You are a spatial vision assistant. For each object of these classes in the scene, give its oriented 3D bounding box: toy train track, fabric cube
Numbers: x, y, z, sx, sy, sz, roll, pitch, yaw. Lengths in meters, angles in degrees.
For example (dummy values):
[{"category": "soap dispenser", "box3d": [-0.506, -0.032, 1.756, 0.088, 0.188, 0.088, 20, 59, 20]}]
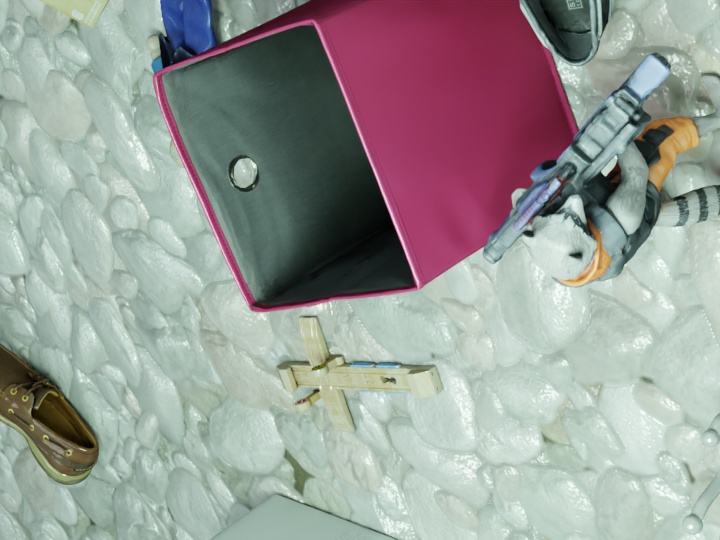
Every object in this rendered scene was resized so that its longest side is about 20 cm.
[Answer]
[{"category": "toy train track", "box3d": [-0.011, 0.099, 1.573, 0.200, 0.033, 0.115, -2, 112, 47]}, {"category": "fabric cube", "box3d": [0.009, -0.104, 1.286, 0.200, 0.199, 0.196, -9, 108, 49]}]

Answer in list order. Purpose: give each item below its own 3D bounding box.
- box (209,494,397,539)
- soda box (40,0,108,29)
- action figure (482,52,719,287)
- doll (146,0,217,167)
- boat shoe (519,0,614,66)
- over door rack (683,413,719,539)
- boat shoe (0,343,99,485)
[{"category": "box", "box3d": [-0.036, 0.323, 1.688, 0.200, 0.106, 0.152, 15, 125, 41]}, {"category": "soda box", "box3d": [-0.207, -0.296, 1.471, 0.068, 0.064, 0.200, 28, 137, -11]}, {"category": "action figure", "box3d": [0.178, -0.055, 1.138, 0.105, 0.193, 0.200, 49, 141, 11]}, {"category": "doll", "box3d": [-0.149, -0.180, 1.526, 0.136, 0.048, 0.200, 30, 133, 46]}, {"category": "boat shoe", "box3d": [0.116, -0.218, 1.145, 0.072, 0.068, 0.200, -5, 135, 21]}, {"category": "over door rack", "box3d": [0.307, 0.214, 1.266, 0.148, 0.067, 0.200, 21, 128, 39]}, {"category": "boat shoe", "box3d": [-0.358, 0.142, 1.953, 0.200, 0.072, 0.068, 47, 135, 5]}]
